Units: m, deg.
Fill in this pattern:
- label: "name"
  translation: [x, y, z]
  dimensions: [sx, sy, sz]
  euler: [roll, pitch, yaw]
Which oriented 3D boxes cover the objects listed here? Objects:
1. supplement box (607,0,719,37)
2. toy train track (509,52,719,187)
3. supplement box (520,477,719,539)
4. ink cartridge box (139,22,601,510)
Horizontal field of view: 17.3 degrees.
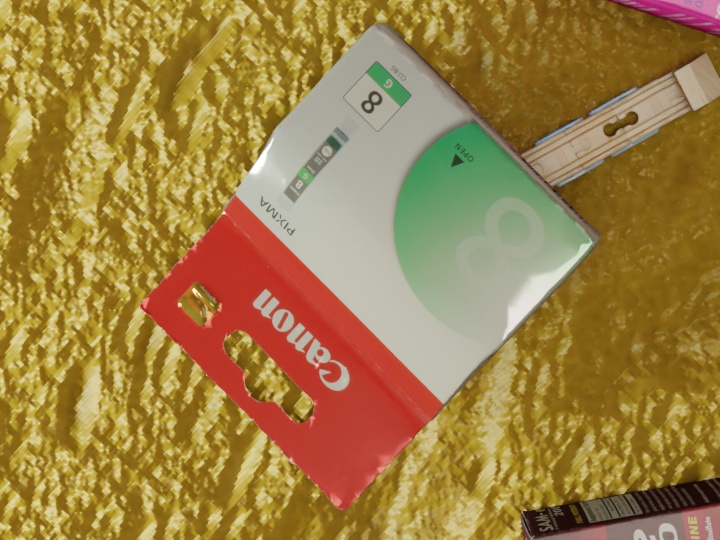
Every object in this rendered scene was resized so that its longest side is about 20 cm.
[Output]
- label: "supplement box"
  translation: [0.181, -0.174, 1.197]
  dimensions: [0.198, 0.103, 0.102]
  euler: [17, 95, -6]
- label: "toy train track"
  translation: [0.101, -0.056, 1.242]
  dimensions: [0.199, 0.033, 0.115]
  euler: [-29, 97, 0]
- label: "supplement box"
  translation: [0.192, 0.168, 1.257]
  dimensions: [0.198, 0.061, 0.110]
  euler: [-10, 97, 0]
- label: "ink cartridge box"
  translation: [0.000, 0.000, 1.215]
  dimensions: [0.161, 0.050, 0.200]
  euler: [44, 96, 7]
